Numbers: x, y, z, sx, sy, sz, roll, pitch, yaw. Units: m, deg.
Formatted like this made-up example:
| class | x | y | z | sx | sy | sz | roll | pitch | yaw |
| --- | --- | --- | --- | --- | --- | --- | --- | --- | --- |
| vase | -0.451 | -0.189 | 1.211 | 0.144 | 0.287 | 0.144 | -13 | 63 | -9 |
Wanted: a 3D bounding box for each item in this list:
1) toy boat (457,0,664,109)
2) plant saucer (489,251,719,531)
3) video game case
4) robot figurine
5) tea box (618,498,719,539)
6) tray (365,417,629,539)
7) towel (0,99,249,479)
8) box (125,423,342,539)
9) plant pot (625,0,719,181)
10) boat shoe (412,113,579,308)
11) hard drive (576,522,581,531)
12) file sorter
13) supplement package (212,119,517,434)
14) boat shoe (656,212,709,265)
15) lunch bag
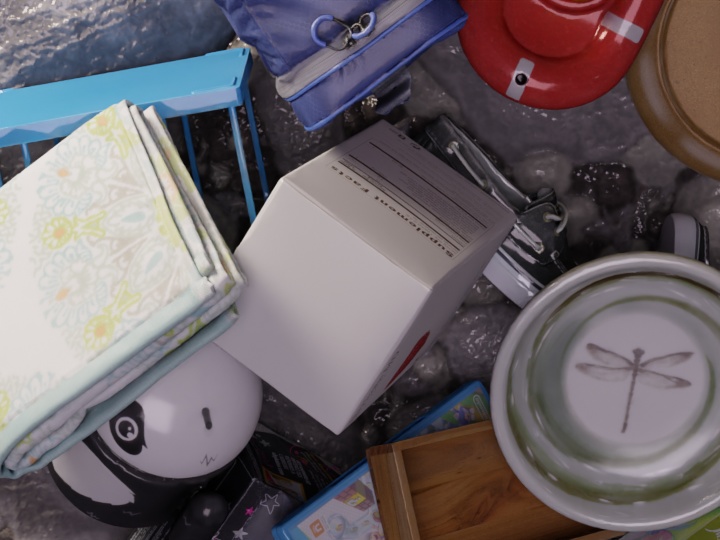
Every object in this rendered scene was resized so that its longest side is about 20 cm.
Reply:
| class | x | y | z | sx | sy | sz | roll | pitch | yaw |
| --- | --- | --- | --- | --- | --- | --- | --- | --- | --- |
| toy boat | 0.141 | -0.202 | 1.576 | 0.130 | 0.131 | 0.201 | 25 | 101 | 2 |
| plant saucer | 0.185 | 0.076 | 1.615 | 0.199 | 0.050 | 0.201 | 0 | 109 | 0 |
| video game case | 0.045 | 0.184 | 1.623 | 0.200 | 0.018 | 0.144 | -34 | 100 | -35 |
| robot figurine | -0.140 | 0.097 | 1.574 | 0.150 | 0.200 | 0.125 | 30 | 60 | -8 |
| tea box | 0.250 | 0.278 | 1.653 | 0.196 | 0.134 | 0.200 | -38 | 116 | 3 |
| tray | 0.101 | 0.149 | 1.637 | 0.199 | 0.037 | 0.099 | -10 | 86 | -35 |
| towel | -0.177 | 0.009 | 1.493 | 0.200 | 0.048 | 0.172 | -35 | 56 | 11 |
| box | -0.096 | 0.219 | 1.667 | 0.114 | 0.132 | 0.200 | 31 | 101 | -23 |
| plant pot | 0.280 | -0.153 | 1.642 | 0.199 | 0.027 | 0.202 | 0 | 102 | 0 |
| boat shoe | 0.110 | -0.028 | 1.648 | 0.200 | 0.072 | 0.071 | 40 | 104 | -5 |
| hard drive | 0.075 | 0.253 | 1.728 | 0.199 | 0.038 | 0.141 | -16 | 101 | 3 |
| file sorter | -0.164 | -0.063 | 1.613 | 0.199 | 0.139 | 0.124 | -9 | 105 | 3 |
| supplement package | 0.000 | 0.000 | 1.547 | 0.120 | 0.200 | 0.122 | 36 | 113 | 7 |
| boat shoe | 0.234 | 0.056 | 1.672 | 0.056 | 0.069 | 0.201 | -2 | 108 | -3 |
| lunch bag | -0.008 | -0.168 | 1.555 | 0.136 | 0.200 | 0.133 | -36 | 99 | 5 |
